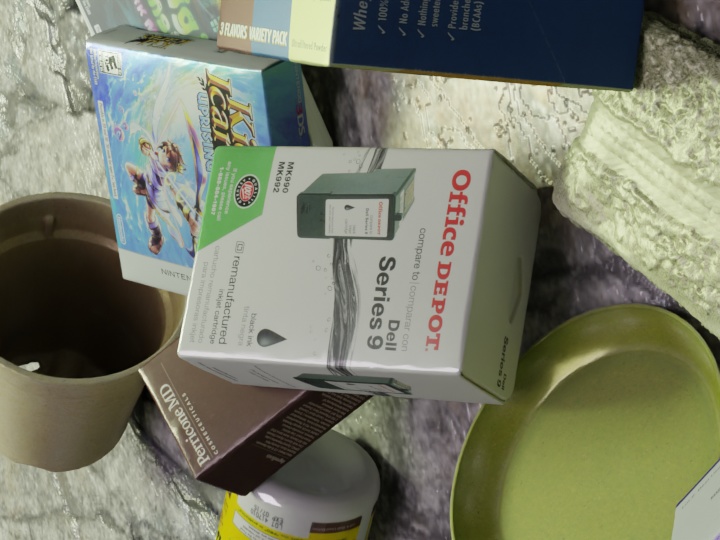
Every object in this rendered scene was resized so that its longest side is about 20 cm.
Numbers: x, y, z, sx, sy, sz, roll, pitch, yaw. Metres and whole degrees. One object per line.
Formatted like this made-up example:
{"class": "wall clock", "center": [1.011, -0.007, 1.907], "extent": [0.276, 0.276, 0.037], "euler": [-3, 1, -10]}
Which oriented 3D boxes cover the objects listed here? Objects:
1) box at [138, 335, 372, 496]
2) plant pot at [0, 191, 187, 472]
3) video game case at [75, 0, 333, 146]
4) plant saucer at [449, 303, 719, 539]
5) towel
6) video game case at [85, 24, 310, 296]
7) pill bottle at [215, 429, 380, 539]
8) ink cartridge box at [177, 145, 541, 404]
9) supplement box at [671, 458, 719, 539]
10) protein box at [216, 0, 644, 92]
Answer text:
{"class": "box", "center": [-0.043, 0.053, 1.193], "extent": [0.200, 0.075, 0.100], "euler": [-40, 61, 12]}
{"class": "plant pot", "center": [-0.253, 0.067, 1.482], "extent": [0.201, 0.200, 0.184], "euler": [57, 149, 28]}
{"class": "video game case", "center": [-0.125, -0.159, 1.307], "extent": [0.182, 0.023, 0.200], "euler": [-16, 101, 45]}
{"class": "plant saucer", "center": [0.136, 0.115, 1.015], "extent": [0.200, 0.031, 0.200], "euler": [-32, 40, 32]}
{"class": "towel", "center": [0.191, -0.049, 0.970], "extent": [0.200, 0.036, 0.149], "euler": [43, 129, 40]}
{"class": "video game case", "center": [-0.116, -0.073, 1.300], "extent": [0.181, 0.045, 0.200], "euler": [13, 121, 36]}
{"class": "pill bottle", "center": [-0.057, 0.220, 1.296], "extent": [0.109, 0.109, 0.200], "euler": [41, 128, 41]}
{"class": "ink cartridge box", "center": [0.000, 0.000, 1.099], "extent": [0.200, 0.084, 0.146], "euler": [2, 74, 27]}
{"class": "supplement box", "center": [0.249, 0.155, 0.793], "extent": [0.200, 0.103, 0.101], "euler": [38, 111, 1]}
{"class": "protein box", "center": [0.046, -0.208, 0.965], "extent": [0.135, 0.200, 0.199], "euler": [20, 106, 58]}
